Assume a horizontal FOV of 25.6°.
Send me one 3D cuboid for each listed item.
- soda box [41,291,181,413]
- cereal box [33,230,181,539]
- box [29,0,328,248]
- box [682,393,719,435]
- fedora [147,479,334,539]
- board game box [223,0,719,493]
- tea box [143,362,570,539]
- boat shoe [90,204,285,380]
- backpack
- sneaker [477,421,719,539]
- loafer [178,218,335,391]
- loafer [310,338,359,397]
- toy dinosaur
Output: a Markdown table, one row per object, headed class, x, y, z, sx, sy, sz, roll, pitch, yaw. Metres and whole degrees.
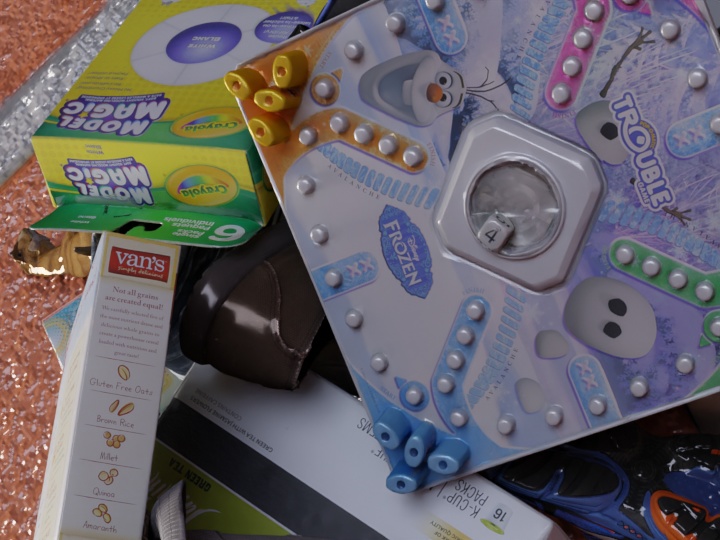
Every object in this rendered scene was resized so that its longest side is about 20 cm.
| class | x | y | z | sx | sy | sz | roll | pitch | yaw |
| --- | --- | --- | --- | --- | --- | --- | --- | --- | --- |
| soda box | -0.073 | 0.009 | 0.883 | 0.199 | 0.068 | 0.064 | -33 | 60 | 3 |
| cereal box | -0.115 | 0.103 | 0.669 | 0.039 | 0.144 | 0.202 | 11 | 66 | -12 |
| box | -0.075 | -0.087 | 0.771 | 0.116 | 0.049 | 0.201 | 5 | 44 | 21 |
| box | 0.236 | -0.014 | 0.758 | 0.127 | 0.109 | 0.202 | 10 | 71 | 25 |
| fedora | -0.027 | 0.164 | 0.596 | 0.089 | 0.200 | 0.179 | -7 | 92 | -11 |
| board game box | 0.062 | -0.026 | 0.643 | 0.198 | 0.026 | 0.202 | -21 | 94 | 23 |
| tea box | -0.024 | 0.169 | 0.758 | 0.199 | 0.134 | 0.198 | 30 | 79 | 28 |
| boat shoe | -0.078 | -0.048 | 0.810 | 0.070 | 0.091 | 0.203 | -3 | 66 | 29 |
| backpack | 0.097 | -0.092 | 0.708 | 0.200 | 0.147 | 0.184 | 42 | 116 | 12 |
| sneaker | 0.113 | 0.102 | 0.750 | 0.198 | 0.079 | 0.076 | 27 | 60 | 13 |
| loafer | 0.000 | 0.000 | 0.761 | 0.071 | 0.073 | 0.200 | 36 | 51 | 19 |
| loafer | 0.066 | 0.042 | 0.821 | 0.197 | 0.070 | 0.071 | 7 | 72 | 5 |
| toy dinosaur | -0.139 | -0.019 | 0.901 | 0.106 | 0.061 | 0.199 | -47 | 17 | -23 |
